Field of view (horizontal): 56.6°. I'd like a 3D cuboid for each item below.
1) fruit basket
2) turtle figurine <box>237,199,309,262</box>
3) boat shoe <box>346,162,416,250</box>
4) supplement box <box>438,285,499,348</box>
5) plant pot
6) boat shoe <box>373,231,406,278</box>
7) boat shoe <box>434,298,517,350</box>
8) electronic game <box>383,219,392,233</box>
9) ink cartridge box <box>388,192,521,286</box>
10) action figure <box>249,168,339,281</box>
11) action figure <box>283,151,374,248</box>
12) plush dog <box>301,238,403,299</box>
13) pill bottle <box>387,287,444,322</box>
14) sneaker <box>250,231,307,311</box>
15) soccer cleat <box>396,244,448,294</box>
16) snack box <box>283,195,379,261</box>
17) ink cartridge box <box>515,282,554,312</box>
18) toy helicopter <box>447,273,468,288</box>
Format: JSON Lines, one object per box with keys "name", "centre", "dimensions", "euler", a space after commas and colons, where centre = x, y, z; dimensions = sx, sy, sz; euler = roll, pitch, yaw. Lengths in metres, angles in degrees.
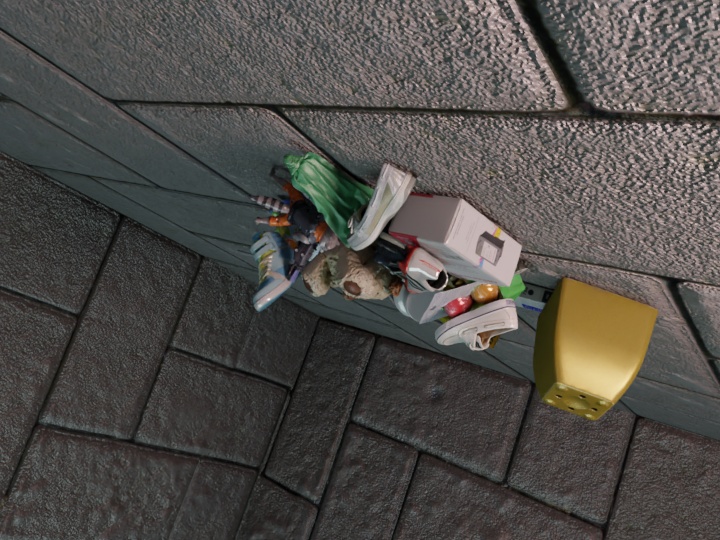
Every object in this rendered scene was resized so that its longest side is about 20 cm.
{"name": "fruit basket", "centre": [0.221, 0.046, 1.348], "dimensions": [0.195, 0.096, 0.186], "euler": [-10, 159, -9]}
{"name": "turtle figurine", "centre": [-0.155, -0.062, 1.605], "dimensions": [0.195, 0.200, 0.143], "euler": [48, -144, 6]}
{"name": "boat shoe", "centre": [0.022, -0.106, 1.137], "dimensions": [0.064, 0.075, 0.202], "euler": [33, 144, -8]}
{"name": "supplement box", "centre": [0.253, 0.090, 1.586], "dimensions": [0.108, 0.110, 0.199], "euler": [32, 177, -22]}
{"name": "plant pot", "centre": [0.443, 0.172, 1.320], "dimensions": [0.191, 0.203, 0.196], "euler": [19, 152, 9]}
{"name": "boat shoe", "centre": [0.073, -0.022, 1.293], "dimensions": [0.074, 0.063, 0.200], "euler": [27, 180, 17]}
{"name": "boat shoe", "centre": [0.228, 0.122, 1.317], "dimensions": [0.070, 0.072, 0.198], "euler": [11, 150, -44]}
{"name": "electronic game", "centre": [0.078, -0.080, 1.322], "dimensions": [0.197, 0.042, 0.200], "euler": [28, 180, 0]}
{"name": "ink cartridge box", "centre": [0.168, -0.054, 1.178], "dimensions": [0.198, 0.088, 0.146], "euler": [28, 171, -41]}
{"name": "action figure", "centre": [-0.131, -0.083, 1.329], "dimensions": [0.190, 0.204, 0.104], "euler": [27, -174, 17]}
{"name": "action figure", "centre": [-0.060, -0.145, 1.192], "dimensions": [0.199, 0.119, 0.054], "euler": [37, 175, -30]}
{"name": "plush dog", "centre": [0.000, 0.000, 1.384], "dimensions": [0.197, 0.164, 0.171], "euler": [0, 151, 47]}
{"name": "pill bottle", "centre": [0.117, 0.039, 1.536], "dimensions": [0.114, 0.118, 0.200], "euler": [24, -170, -21]}
{"name": "sneaker", "centre": [-0.199, -0.007, 1.394], "dimensions": [0.131, 0.079, 0.200], "euler": [49, -151, -7]}
{"name": "soccer cleat", "centre": [0.119, 0.011, 1.198], "dimensions": [0.084, 0.070, 0.200], "euler": [28, 172, 18]}
{"name": "snack box", "centre": [-0.062, -0.071, 1.450], "dimensions": [0.196, 0.053, 0.144], "euler": [24, 131, -1]}
{"name": "ink cartridge box", "centre": [0.413, 0.071, 1.471], "dimensions": [0.196, 0.040, 0.099], "euler": [15, 169, 27]}
{"name": "toy helicopter", "centre": [0.193, -0.017, 1.438], "dimensions": [0.130, 0.080, 0.201], "euler": [27, 162, 19]}
